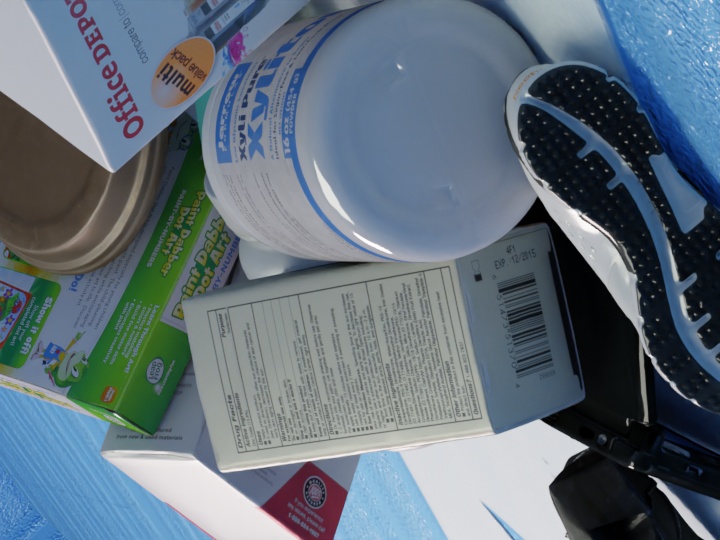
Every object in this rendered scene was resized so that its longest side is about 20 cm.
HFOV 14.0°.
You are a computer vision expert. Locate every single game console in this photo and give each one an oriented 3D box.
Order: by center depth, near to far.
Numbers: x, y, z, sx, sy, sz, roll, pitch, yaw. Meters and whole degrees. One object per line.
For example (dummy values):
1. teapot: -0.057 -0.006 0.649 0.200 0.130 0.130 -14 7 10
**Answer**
1. game console: 0.136 0.035 1.616 0.176 0.117 0.200 20 -176 -34

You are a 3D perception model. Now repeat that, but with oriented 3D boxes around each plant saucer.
1. plant saucer: -0.186 -0.096 1.732 0.200 0.029 0.201 7 99 47

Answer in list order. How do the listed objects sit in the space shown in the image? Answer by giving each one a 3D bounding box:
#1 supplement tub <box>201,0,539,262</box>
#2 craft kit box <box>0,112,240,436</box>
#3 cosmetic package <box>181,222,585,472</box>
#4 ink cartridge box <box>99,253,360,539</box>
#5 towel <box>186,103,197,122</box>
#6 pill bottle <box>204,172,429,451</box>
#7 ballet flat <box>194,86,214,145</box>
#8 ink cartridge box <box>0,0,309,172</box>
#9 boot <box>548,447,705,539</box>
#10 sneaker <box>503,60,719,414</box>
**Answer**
1. supplement tub: 0.005 -0.069 1.486 0.132 0.132 0.200 51 165 -13
2. craft kit box: -0.165 -0.017 1.785 0.197 0.200 0.049 15 164 41
3. cosmetic package: 0.011 0.042 1.575 0.200 0.087 0.104 -9 94 40
4. ink cartridge box: -0.060 0.058 1.806 0.085 0.200 0.148 -3 148 38
5. towel: -0.132 -0.177 1.700 0.200 0.031 0.149 40 139 30
6. pill bottle: 0.000 0.000 1.725 0.200 0.114 0.114 55 164 -28
7. ballet flat: -0.066 -0.130 1.596 0.068 0.075 0.200 49 160 52
8. ink cartridge box: -0.110 -0.180 1.382 0.145 0.200 0.145 39 164 33
9. boot: 0.173 0.171 1.675 0.165 0.066 0.200 47 -179 3
10. sneaker: 0.136 -0.021 1.386 0.200 0.074 0.080 57 178 -16
